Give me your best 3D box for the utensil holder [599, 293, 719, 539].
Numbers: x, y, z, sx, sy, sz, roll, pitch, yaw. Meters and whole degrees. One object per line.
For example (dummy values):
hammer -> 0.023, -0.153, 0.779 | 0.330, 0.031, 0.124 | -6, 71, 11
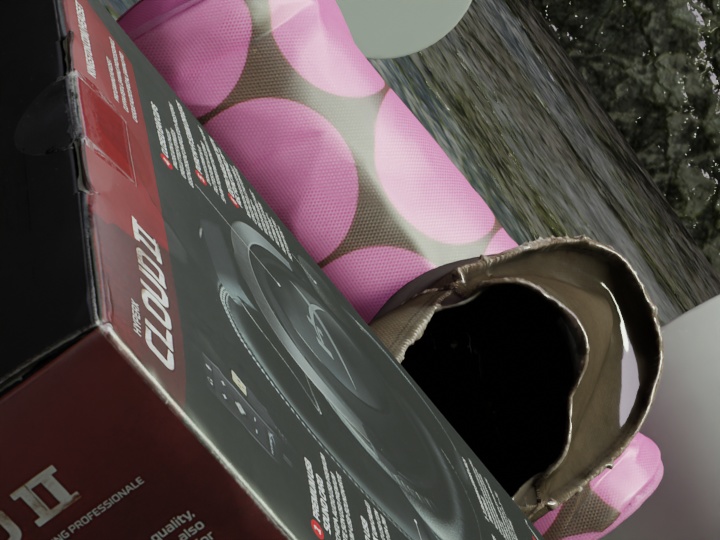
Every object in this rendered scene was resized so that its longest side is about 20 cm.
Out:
utensil holder -> 0.161, 0.122, 0.906 | 0.201, 0.170, 0.170 | 57, 10, 24

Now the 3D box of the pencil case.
pencil case -> 0.000, 0.000, 0.788 | 0.201, 0.091, 0.094 | 56, -34, -8

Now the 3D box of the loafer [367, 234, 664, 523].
loafer -> 0.034, 0.035, 0.675 | 0.200, 0.071, 0.073 | -29, 94, -57

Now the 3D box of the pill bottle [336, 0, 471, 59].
pill bottle -> -0.007, -0.179, 1.253 | 0.112, 0.112, 0.200 | 49, 12, -31

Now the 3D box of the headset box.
headset box -> -0.031, 0.046, 0.486 | 0.200, 0.077, 0.149 | 49, 11, -28
